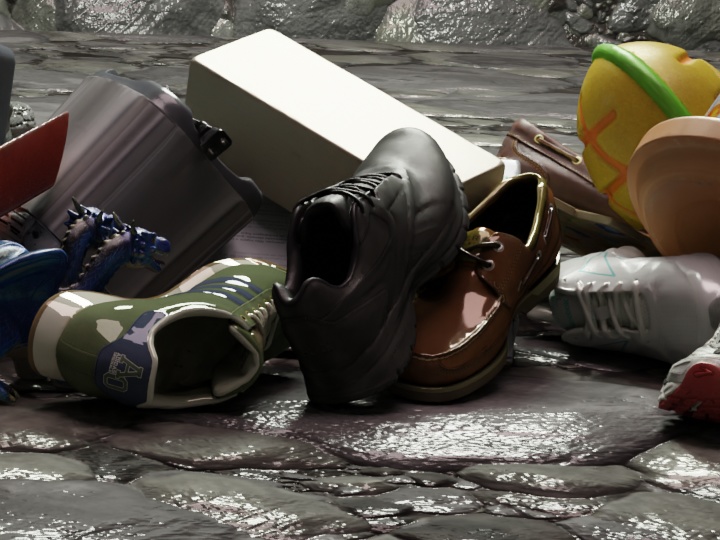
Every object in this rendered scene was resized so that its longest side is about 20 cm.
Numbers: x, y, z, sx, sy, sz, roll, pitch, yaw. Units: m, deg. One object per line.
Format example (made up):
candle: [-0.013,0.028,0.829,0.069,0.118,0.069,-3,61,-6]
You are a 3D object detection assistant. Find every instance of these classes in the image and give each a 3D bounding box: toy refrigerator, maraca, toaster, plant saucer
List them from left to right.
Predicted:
plant saucer: [-0.268,-0.012,1.568,0.199,0.037,0.200,-27,7,22]
toaster: [-0.147,-0.039,1.683,0.114,0.129,0.200,48,-10,-22]
toy refrigerator: [-0.014,-0.069,1.722,0.199,0.070,0.076,31,38,31]
maraca: [0.208,-0.064,1.798,0.107,0.200,0.137,-37,26,-4]
plant saucer: [0.245,-0.013,1.673,0.200,0.032,0.201,30,-22,14]

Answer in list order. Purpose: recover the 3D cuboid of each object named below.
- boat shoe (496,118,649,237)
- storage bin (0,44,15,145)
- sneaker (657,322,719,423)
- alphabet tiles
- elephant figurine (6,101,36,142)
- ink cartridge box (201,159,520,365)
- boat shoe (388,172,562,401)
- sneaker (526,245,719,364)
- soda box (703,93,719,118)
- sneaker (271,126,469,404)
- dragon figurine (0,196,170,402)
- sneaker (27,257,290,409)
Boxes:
boat shoe: [0.186,-0.047,1.950,0.199,0.071,0.070,22,-8,8]
storage bin: [-0.286,-0.073,1.755,0.145,0.202,0.134,7,2,30]
sneaker: [0.219,0.039,1.553,0.077,0.083,0.200,7,11,23]
alphabet tiles: [0.157,-0.023,1.891,0.199,0.008,0.167,26,-6,-38]
elephant figurine: [-0.305,-0.091,2.002,0.199,0.156,0.142,4,-31,-24]
ink cartridge box: [0.000,0.000,1.731,0.198,0.041,0.201,4,40,2]
boat shoe: [0.062,0.005,1.615,0.071,0.068,0.200,11,29,16]
sneaker: [0.162,0.025,1.687,0.080,0.071,0.200,-6,5,-20]
soda box: [0.289,-0.036,1.696,0.200,0.069,0.063,45,-21,-22]
sneaker: [0.004,-0.021,1.557,0.076,0.091,0.201,-12,37,26]
dragon figurine: [-0.191,0.015,1.507,0.199,0.100,0.059,-6,13,-43]
sneaker: [-0.079,0.042,1.518,0.090,0.068,0.199,21,19,38]
